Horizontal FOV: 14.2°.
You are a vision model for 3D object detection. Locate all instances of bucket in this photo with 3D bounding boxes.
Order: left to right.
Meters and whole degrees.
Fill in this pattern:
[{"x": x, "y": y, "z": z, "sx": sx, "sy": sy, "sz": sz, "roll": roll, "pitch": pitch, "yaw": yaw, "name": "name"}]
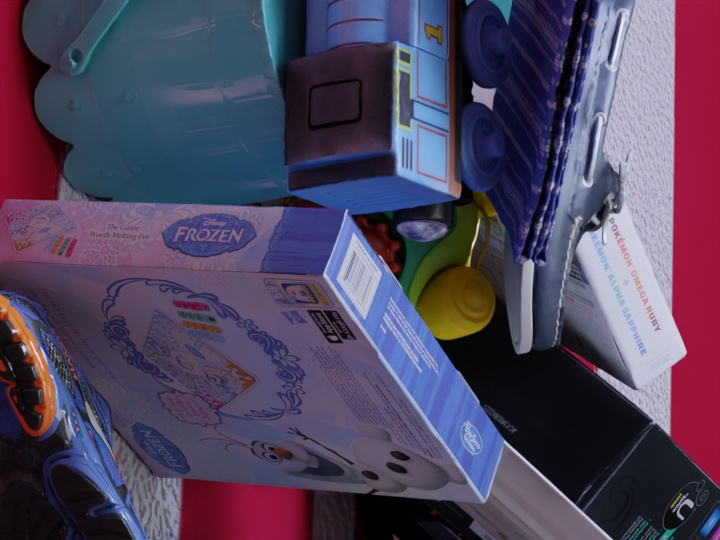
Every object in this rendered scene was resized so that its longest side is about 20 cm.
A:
[{"x": -0.068, "y": -0.127, "z": 1.507, "sx": 0.207, "sy": 0.135, "sz": 0.208, "roll": 22, "pitch": 66, "yaw": -62, "name": "bucket"}]

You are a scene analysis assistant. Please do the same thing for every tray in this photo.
[{"x": 0.095, "y": 0.139, "z": 1.533, "sx": 0.200, "sy": 0.107, "sz": 0.022, "roll": 42, "pitch": 75, "yaw": -19, "name": "tray"}]

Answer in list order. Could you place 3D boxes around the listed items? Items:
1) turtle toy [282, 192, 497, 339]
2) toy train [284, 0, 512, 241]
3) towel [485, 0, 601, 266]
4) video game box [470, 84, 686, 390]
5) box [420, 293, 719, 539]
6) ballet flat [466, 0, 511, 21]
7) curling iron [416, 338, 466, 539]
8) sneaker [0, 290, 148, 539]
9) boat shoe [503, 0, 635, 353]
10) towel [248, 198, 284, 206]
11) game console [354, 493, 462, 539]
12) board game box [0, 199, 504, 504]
[{"x": 0.000, "y": 0.000, "z": 1.575, "sx": 0.101, "sy": 0.146, "sz": 0.200, "roll": 28, "pitch": 64, "yaw": -27, "name": "turtle toy"}, {"x": 0.019, "y": -0.117, "z": 1.437, "sx": 0.114, "sy": 0.087, "sz": 0.200, "roll": 19, "pitch": 69, "yaw": -55, "name": "toy train"}, {"x": 0.089, "y": -0.117, "z": 1.447, "sx": 0.145, "sy": 0.024, "sz": 0.200, "roll": -111, "pitch": -150, "yaw": -68, "name": "towel"}, {"x": 0.092, "y": -0.041, "z": 1.679, "sx": 0.047, "sy": 0.200, "sz": 0.182, "roll": -36, "pitch": 121, "yaw": -14, "name": "video game box"}, {"x": 0.120, "y": 0.128, "z": 1.718, "sx": 0.124, "sy": 0.149, "sz": 0.200, "roll": -50, "pitch": 148, "yaw": -1, "name": "box"}, {"x": 0.090, "y": -0.110, "z": 1.936, "sx": 0.065, "sy": 0.070, "sz": 0.200, "roll": 114, "pitch": -25, "yaw": -86, "name": "ballet flat"}, {"x": 0.045, "y": 0.100, "z": 1.795, "sx": 0.050, "sy": 0.026, "sz": 0.200, "roll": -23, "pitch": 114, "yaw": -57, "name": "curling iron"}, {"x": -0.138, "y": 0.095, "z": 1.364, "sx": 0.200, "sy": 0.075, "sz": 0.078, "roll": 70, "pitch": 21, "yaw": -6, "name": "sneaker"}, {"x": 0.110, "y": -0.054, "z": 1.520, "sx": 0.075, "sy": 0.062, "sz": 0.200, "roll": 141, "pitch": -46, "yaw": -76, "name": "boat shoe"}, {"x": -0.019, "y": 0.010, "z": 1.678, "sx": 0.132, "sy": 0.034, "sz": 0.200, "roll": -9, "pitch": 94, "yaw": -54, "name": "towel"}, {"x": 0.096, "y": 0.201, "z": 1.694, "sx": 0.200, "sy": 0.116, "sz": 0.176, "roll": -147, "pitch": -141, "yaw": -66, "name": "game console"}, {"x": -0.056, "y": 0.041, "z": 1.422, "sx": 0.200, "sy": 0.199, "sz": 0.043, "roll": 56, "pitch": 45, "yaw": -46, "name": "board game box"}]
